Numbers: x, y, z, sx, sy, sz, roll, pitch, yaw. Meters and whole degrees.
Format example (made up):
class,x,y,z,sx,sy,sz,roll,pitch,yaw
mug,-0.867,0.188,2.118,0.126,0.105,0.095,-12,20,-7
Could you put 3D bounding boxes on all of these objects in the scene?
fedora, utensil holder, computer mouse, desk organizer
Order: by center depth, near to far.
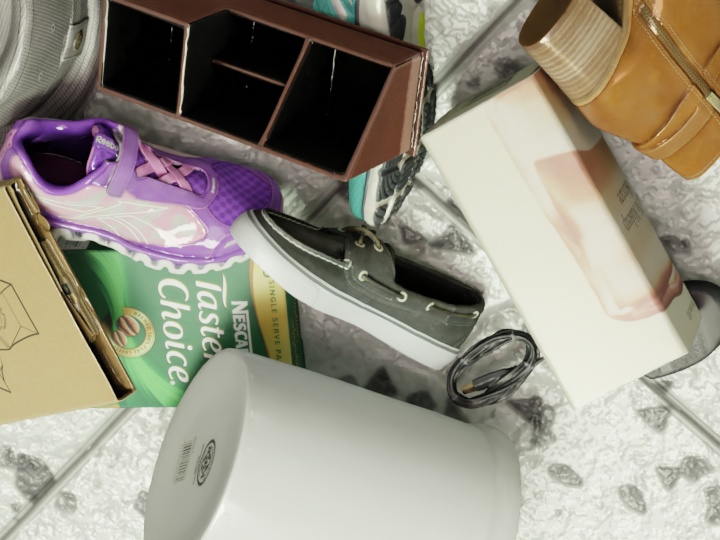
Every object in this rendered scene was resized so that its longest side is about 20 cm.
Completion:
class,x,y,z,sx,sy,sz,roll,pitch,yaw
desk organizer,-0.064,-0.124,1.664,0.199,0.077,0.072,21,118,28
fedora,-0.254,-0.151,1.714,0.176,0.090,0.200,26,115,-4
utensil holder,-0.020,0.155,1.745,0.199,0.170,0.170,21,116,-21
computer mouse,0.152,0.050,1.772,0.199,0.034,0.059,-14,101,11

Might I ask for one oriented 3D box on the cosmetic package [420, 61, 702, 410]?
class,x,y,z,sx,sy,sz,roll,pitch,yaw
cosmetic package,0.130,-0.027,1.689,0.087,0.103,0.201,-28,97,16

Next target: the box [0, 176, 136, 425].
class,x,y,z,sx,sy,sz,roll,pitch,yaw
box,-0.251,0.027,1.774,0.200,0.021,0.164,-12,110,46

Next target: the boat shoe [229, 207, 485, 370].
class,x,y,z,sx,sy,sz,roll,pitch,yaw
boat shoe,0.000,0.000,1.736,0.200,0.069,0.057,30,107,-37

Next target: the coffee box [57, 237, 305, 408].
class,x,y,z,sx,sy,sz,roll,pitch,yaw
coffee box,-0.140,0.031,1.805,0.199,0.044,0.124,0,114,8

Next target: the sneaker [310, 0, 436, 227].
class,x,y,z,sx,sy,sz,roll,pitch,yaw
sneaker,0.001,-0.128,1.711,0.079,0.077,0.201,5,110,25

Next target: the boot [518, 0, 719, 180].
class,x,y,z,sx,sy,sz,roll,pitch,yaw
boot,0.210,-0.166,1.652,0.155,0.077,0.200,37,87,-25

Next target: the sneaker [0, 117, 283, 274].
class,x,y,z,sx,sy,sz,roll,pitch,yaw
sneaker,-0.148,-0.057,1.726,0.199,0.081,0.089,8,146,-4
